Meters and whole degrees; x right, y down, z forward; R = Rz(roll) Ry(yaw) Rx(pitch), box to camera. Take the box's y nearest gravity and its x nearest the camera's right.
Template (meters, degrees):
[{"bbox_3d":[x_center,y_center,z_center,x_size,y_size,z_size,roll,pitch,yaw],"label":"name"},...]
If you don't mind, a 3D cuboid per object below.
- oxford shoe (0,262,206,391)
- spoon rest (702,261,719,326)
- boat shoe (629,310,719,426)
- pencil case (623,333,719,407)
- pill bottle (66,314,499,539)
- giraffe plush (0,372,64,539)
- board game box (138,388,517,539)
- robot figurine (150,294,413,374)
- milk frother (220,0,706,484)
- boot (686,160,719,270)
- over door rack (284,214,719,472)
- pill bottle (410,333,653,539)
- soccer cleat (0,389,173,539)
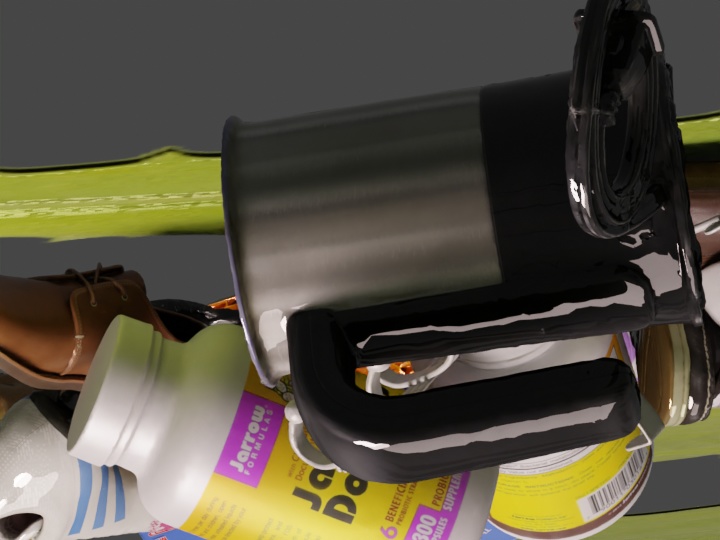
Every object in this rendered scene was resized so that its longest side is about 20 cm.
[{"bbox_3d":[-0.149,0.021,1.512,0.071,0.071,0.200,-50,147,11],"label":"oxford shoe"},{"bbox_3d":[0.259,0.007,1.456,0.199,0.061,0.099,-1,162,26],"label":"spoon rest"},{"bbox_3d":[0.176,0.029,1.561,0.065,0.073,0.200,5,-160,1],"label":"boat shoe"},{"bbox_3d":[0.237,0.035,1.765,0.199,0.084,0.086,-5,-162,-8],"label":"pencil case"},{"bbox_3d":[-0.039,0.091,1.478,0.199,0.105,0.104,21,162,-11],"label":"pill bottle"},{"bbox_3d":[-0.268,0.130,1.759,0.162,0.201,0.172,23,-160,17],"label":"giraffe plush"},{"bbox_3d":[-0.019,0.136,1.749,0.199,0.045,0.135,-18,143,6],"label":"board game box"},{"bbox_3d":[-0.052,0.044,1.657,0.199,0.058,0.145,-8,166,4],"label":"robot figurine"},{"bbox_3d":[0.036,-0.037,1.201,0.187,0.181,0.200,-9,126,7],"label":"milk frother"},{"bbox_3d":[0.212,-0.017,1.513,0.199,0.064,0.187,-9,157,-3],"label":"boot"},{"bbox_3d":[0.073,0.021,1.344,0.200,0.067,0.148,-9,-153,42],"label":"over door rack"},{"bbox_3d":[0.087,0.054,1.572,0.109,0.110,0.200,-9,146,10],"label":"pill bottle"},{"bbox_3d":[-0.154,0.114,1.609,0.086,0.070,0.200,-43,157,3],"label":"soccer cleat"}]
